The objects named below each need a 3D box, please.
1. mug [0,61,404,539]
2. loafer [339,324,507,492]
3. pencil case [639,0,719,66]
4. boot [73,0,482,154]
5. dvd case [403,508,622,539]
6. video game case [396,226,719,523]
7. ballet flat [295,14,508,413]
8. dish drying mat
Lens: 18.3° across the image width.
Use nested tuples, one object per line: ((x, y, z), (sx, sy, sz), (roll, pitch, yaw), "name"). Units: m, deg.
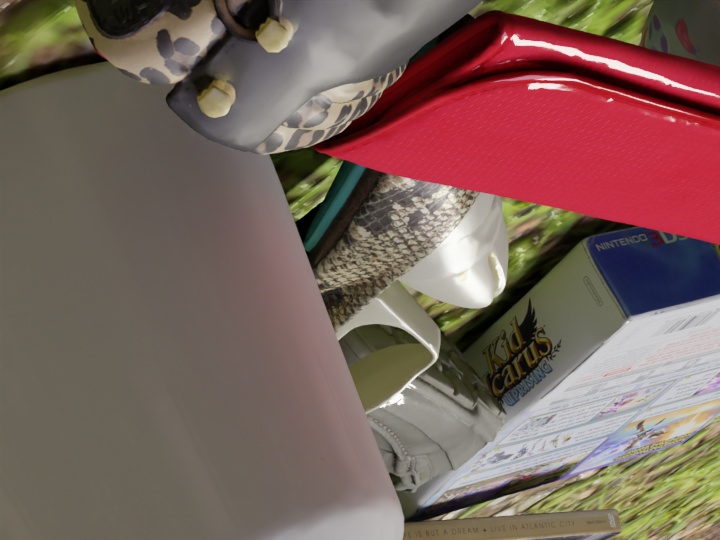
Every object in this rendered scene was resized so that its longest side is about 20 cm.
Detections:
((-0.059, 0.050, 0.626), (0.149, 0.153, 0.187), (-32, 161, 6), "mug")
((0.007, 0.053, 0.850), (0.070, 0.070, 0.200), (-39, 161, 3), "loafer")
((0.137, -0.101, 0.626), (0.091, 0.083, 0.200), (-8, 158, -8), "pencil case")
((-0.004, -0.094, 0.474), (0.151, 0.073, 0.200), (-39, 164, 26), "boot")
((0.000, 0.141, 1.044), (0.200, 0.016, 0.149), (0, 160, -35), "dvd case")
((0.125, 0.036, 1.008), (0.200, 0.045, 0.181), (-11, 154, -41), "video game case")
((0.000, 0.000, 0.697), (0.200, 0.075, 0.068), (-46, -166, 40), "ballet flat")
((0.086, -0.033, 0.633), (0.200, 0.018, 0.077), (9, 153, -41), "dish drying mat")
